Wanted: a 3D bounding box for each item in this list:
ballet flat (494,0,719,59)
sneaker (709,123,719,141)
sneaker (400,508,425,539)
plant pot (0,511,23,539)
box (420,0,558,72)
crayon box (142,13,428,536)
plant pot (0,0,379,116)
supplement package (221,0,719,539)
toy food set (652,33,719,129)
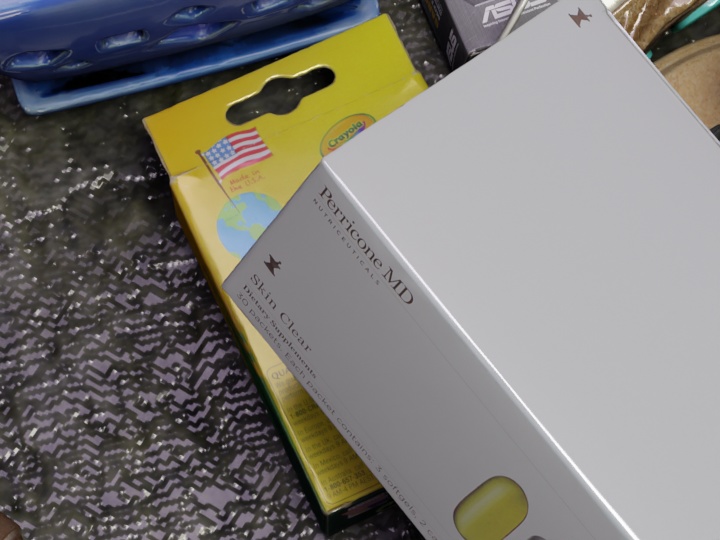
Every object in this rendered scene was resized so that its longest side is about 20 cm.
[{"bbox_3d":[0.116,-0.121,1.091,0.200,0.068,0.072,-41,93,3],"label":"ballet flat"},{"bbox_3d":[0.194,0.013,1.035,0.200,0.071,0.098,43,78,16],"label":"sneaker"},{"bbox_3d":[0.043,0.047,1.030,0.085,0.078,0.200,-22,82,-14],"label":"sneaker"},{"bbox_3d":[-0.139,0.203,0.974,0.198,0.200,0.200,31,75,1],"label":"plant pot"},{"bbox_3d":[0.111,-0.190,1.165,0.200,0.048,0.159,-20,73,-7],"label":"box"},{"bbox_3d":[0.000,0.000,1.103,0.127,0.051,0.200,-23,74,-8],"label":"crayon box"},{"bbox_3d":[-0.094,-0.185,1.095,0.200,0.180,0.200,-15,74,-5],"label":"plant pot"},{"bbox_3d":[0.078,0.023,0.947,0.156,0.111,0.200,-35,82,-35],"label":"supplement package"},{"bbox_3d":[0.190,-0.013,1.109,0.198,0.049,0.200,-8,72,-3],"label":"toy food set"}]
